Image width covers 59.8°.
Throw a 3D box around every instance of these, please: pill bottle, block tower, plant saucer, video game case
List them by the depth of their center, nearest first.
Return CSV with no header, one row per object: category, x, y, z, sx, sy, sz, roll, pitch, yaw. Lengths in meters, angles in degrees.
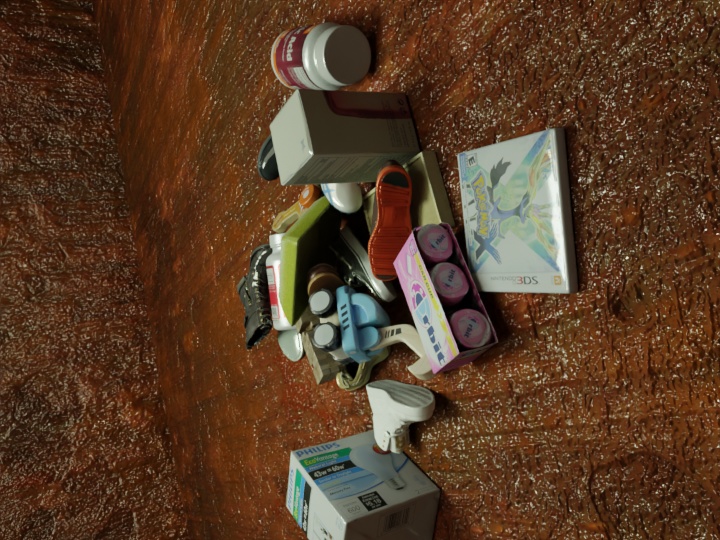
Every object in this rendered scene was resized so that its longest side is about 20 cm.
video game case,0.203,-0.071,0.833,0.182,0.022,0.202,-2,95,59
pill bottle,-0.073,-0.385,1.133,0.200,0.113,0.115,24,117,55
plant saucer,-0.098,-0.032,1.163,0.048,0.200,0.201,19,129,13
block tower,-0.090,0.116,1.220,0.201,0.054,0.058,67,155,22
pill bottle,-0.141,0.021,1.337,0.112,0.112,0.202,-5,91,59

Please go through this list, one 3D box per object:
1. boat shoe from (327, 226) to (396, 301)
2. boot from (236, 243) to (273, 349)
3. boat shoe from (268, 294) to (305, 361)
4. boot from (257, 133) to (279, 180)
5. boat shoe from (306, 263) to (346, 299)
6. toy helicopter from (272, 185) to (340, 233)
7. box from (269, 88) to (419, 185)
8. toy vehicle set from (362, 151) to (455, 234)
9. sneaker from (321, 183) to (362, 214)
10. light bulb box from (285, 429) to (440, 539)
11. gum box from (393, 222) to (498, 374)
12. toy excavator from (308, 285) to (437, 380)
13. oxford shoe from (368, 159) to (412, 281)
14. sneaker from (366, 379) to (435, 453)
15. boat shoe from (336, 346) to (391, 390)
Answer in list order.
boat shoe,0.000,0.000,1.124,0.064,0.071,0.200,-41,42,6
boot,-0.217,0.059,1.405,0.200,0.069,0.175,-56,37,34
boat shoe,-0.159,0.116,1.442,0.075,0.060,0.201,-35,62,29
boot,-0.123,-0.234,1.260,0.200,0.065,0.166,36,104,48
boat shoe,-0.060,0.034,1.171,0.200,0.070,0.071,69,-178,-61
toy helicopter,-0.117,-0.140,1.284,0.200,0.079,0.133,-30,44,40
box,-0.027,-0.212,1.010,0.128,0.199,0.110,-29,71,57
toy vehicle set,0.073,-0.098,1.038,0.200,0.026,0.125,-29,72,57
sneaker,-0.042,-0.196,1.113,0.073,0.071,0.201,106,151,-74
light bulb box,-0.001,0.401,1.105,0.200,0.197,0.126,33,122,50
gum box,0.119,0.038,0.929,0.114,0.066,0.201,116,138,-64
toy excavator,0.027,0.104,1.053,0.199,0.100,0.196,-19,59,16
oxford shoe,0.050,-0.079,1.010,0.073,0.071,0.201,-95,10,-62
sneaker,0.075,0.260,1.078,0.200,0.073,0.117,178,84,-69
boat shoe,-0.010,0.176,1.200,0.201,0.063,0.074,-50,55,51
